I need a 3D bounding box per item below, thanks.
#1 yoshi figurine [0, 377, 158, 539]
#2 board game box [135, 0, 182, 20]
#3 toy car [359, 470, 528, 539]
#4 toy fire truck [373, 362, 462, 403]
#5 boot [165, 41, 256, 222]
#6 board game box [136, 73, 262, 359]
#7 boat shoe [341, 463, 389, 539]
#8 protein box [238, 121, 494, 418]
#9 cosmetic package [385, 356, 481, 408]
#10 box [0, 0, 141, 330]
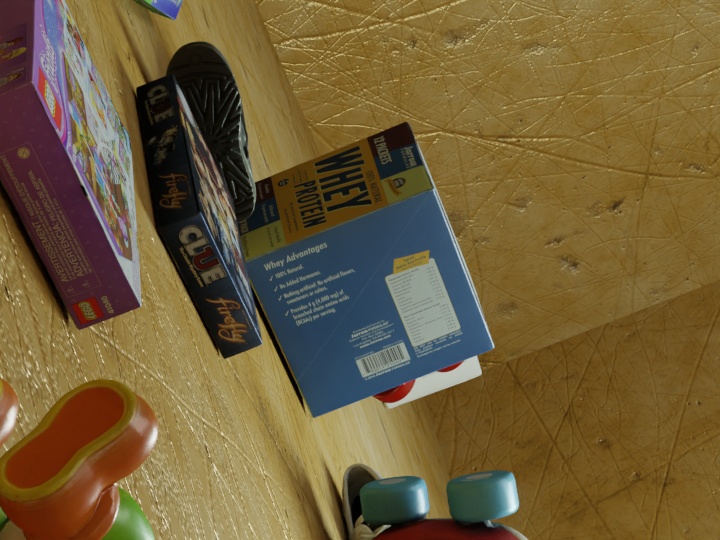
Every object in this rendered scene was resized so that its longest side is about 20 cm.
[{"bbox_3d":[-0.079,0.113,0.664,0.113,0.111,0.201,-118,-173,-53],"label":"yoshi figurine"},{"bbox_3d":[-0.170,-0.303,1.719,0.200,0.029,0.135,-45,156,-87],"label":"board game box"},{"bbox_3d":[0.044,0.280,1.607,0.200,0.176,0.186,-11,93,-59],"label":"toy car"},{"bbox_3d":[0.036,0.050,2.283,0.112,0.199,0.169,31,36,-49],"label":"toy fire truck"},{"bbox_3d":[-0.134,-0.152,1.721,0.200,0.072,0.183,-91,175,-61],"label":"boot"},{"bbox_3d":[-0.126,-0.045,1.479,0.201,0.034,0.136,-107,175,-52],"label":"board game box"},{"bbox_3d":[0.023,0.254,1.805,0.200,0.072,0.066,-107,171,-59],"label":"boat shoe"},{"bbox_3d":[0.000,0.000,1.859,0.135,0.197,0.201,-107,175,-57],"label":"protein box"},{"bbox_3d":[0.074,0.079,2.929,0.200,0.164,0.166,64,7,-59],"label":"cosmetic package"},{"bbox_3d":[-0.163,-0.078,1.017,0.200,0.039,0.137,-105,174,-60],"label":"box"}]
